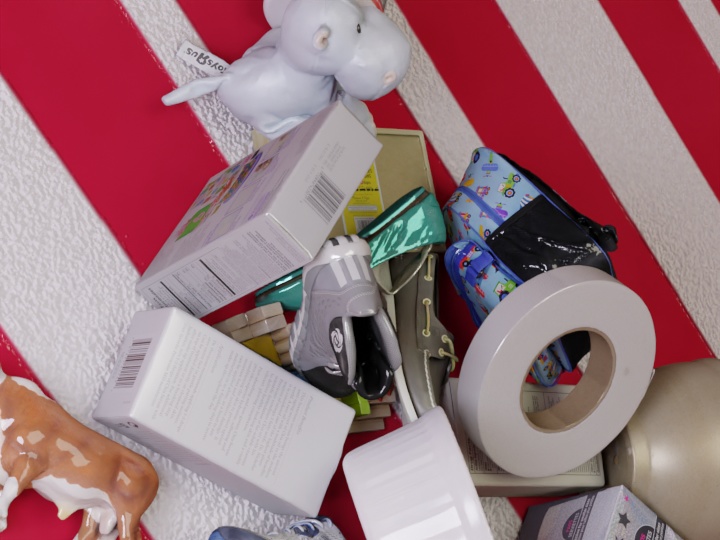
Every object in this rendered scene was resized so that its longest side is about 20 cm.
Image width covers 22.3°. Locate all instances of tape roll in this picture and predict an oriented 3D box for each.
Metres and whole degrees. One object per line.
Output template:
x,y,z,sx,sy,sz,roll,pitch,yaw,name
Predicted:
0.179,0.092,1.653,0.202,0.037,0.204,-16,122,-27,tape roll

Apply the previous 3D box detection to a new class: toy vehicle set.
-0.008,-0.073,1.730,0.199,0.026,0.125,-1,76,-42,toy vehicle set

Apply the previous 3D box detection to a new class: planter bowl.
0.295,0.187,1.814,0.134,0.200,0.201,1,74,-22,planter bowl

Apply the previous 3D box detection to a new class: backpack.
0.149,-0.013,1.751,0.134,0.200,0.183,-40,149,-7,backpack

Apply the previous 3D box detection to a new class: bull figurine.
-0.242,0.154,1.413,0.200,0.065,0.122,31,60,-28,bull figurine

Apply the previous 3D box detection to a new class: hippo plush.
-0.041,-0.198,1.630,0.199,0.161,0.160,29,41,-17,hippo plush

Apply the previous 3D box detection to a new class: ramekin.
0.057,0.224,1.544,0.097,0.200,0.201,-19,88,-1,ramekin

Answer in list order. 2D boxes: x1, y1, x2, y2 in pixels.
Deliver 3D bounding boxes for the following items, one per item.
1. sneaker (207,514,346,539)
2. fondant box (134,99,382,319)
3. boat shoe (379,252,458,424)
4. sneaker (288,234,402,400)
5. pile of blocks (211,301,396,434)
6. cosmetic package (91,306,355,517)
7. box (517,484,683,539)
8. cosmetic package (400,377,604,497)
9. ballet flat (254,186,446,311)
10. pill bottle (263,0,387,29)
-0.056,0.247,1.553,0.200,0.077,0.086,32,46,-39,sneaker
-0.086,-0.045,1.528,0.058,0.200,0.145,45,50,-18,fondant box
0.056,0.064,1.668,0.072,0.060,0.202,75,5,-51,boat shoe
-0.009,0.073,1.497,0.075,0.200,0.116,-16,54,-11,sneaker
-0.038,0.091,1.620,0.200,0.062,0.082,27,58,-32,pile of blocks
-0.112,0.120,1.524,0.200,0.071,0.102,33,68,-28,cosmetic package
0.209,0.320,1.714,0.115,0.132,0.201,40,52,-24,box
0.138,0.162,1.747,0.199,0.073,0.104,7,71,-40,cosmetic package
0.000,0.000,1.647,0.200,0.067,0.071,-33,96,-21,ballet flat
-0.017,-0.315,1.748,0.114,0.114,0.201,32,55,-30,pill bottle
